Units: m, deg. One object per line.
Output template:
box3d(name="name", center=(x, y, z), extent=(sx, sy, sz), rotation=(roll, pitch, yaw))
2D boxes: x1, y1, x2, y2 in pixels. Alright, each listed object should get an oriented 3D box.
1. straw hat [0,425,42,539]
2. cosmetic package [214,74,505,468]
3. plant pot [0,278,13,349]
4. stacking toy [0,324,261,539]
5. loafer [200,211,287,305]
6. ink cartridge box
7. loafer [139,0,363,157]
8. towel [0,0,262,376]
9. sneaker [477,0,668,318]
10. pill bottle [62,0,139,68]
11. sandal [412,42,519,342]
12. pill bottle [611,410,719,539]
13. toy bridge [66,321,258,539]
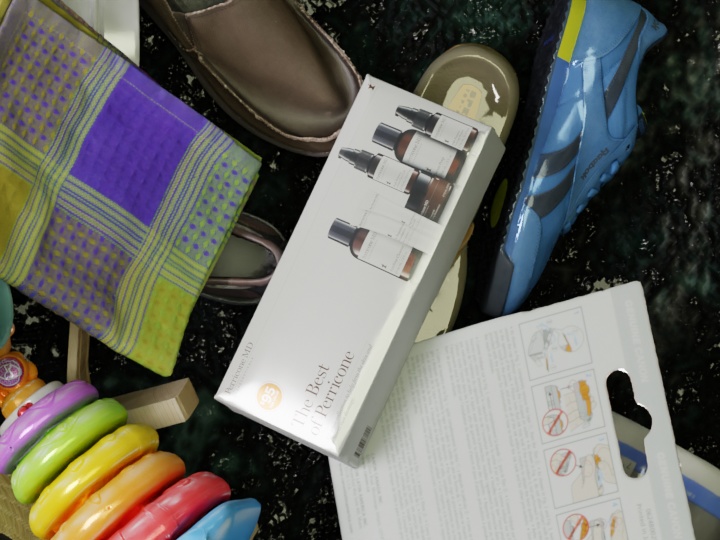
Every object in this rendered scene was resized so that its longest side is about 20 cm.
box3d(name="straw hat", center=(-0.219, 0.190, 1.407), extent=(0.085, 0.201, 0.202), rotation=(-28, 94, 31))
box3d(name="cosmetic package", center=(0.000, 0.000, 1.420), extent=(0.082, 0.051, 0.201), rotation=(23, 84, 18))
box3d(name="plant pot", center=(-0.303, 0.011, 1.296), extent=(0.161, 0.201, 0.201), rotation=(-38, 95, 15))
box3d(name="stacking toy", center=(-0.157, 0.101, 1.397), extent=(0.116, 0.110, 0.200), rotation=(-41, 82, 5))
box3d(name="loafer", center=(-0.134, -0.024, 1.445), extent=(0.198, 0.063, 0.073), rotation=(12, 88, -8))
box3d(name="ink cartridge box", center=(0.082, 0.110, 1.411), extent=(0.199, 0.047, 0.161), rotation=(-17, 68, 17))
box3d(name="loafer", center=(-0.074, -0.140, 1.452), extent=(0.200, 0.071, 0.073), rotation=(40, 84, -6))
box3d(name="towel", center=(-0.144, -0.048, 1.356), extent=(0.200, 0.023, 0.144), rotation=(39, 68, -34))
box3d(name="sneaker", center=(0.125, -0.063, 1.483), extent=(0.078, 0.066, 0.202), rotation=(19, 86, -11))
box3d(name="pill bottle", center=(-0.223, -0.124, 1.410), extent=(0.198, 0.112, 0.114), rotation=(0, 89, -8))
box3d(name="sandal", center=(0.039, -0.035, 1.473), extent=(0.080, 0.054, 0.201), rotation=(20, 92, -7))
box3d(name="pill bottle", center=(0.125, 0.187, 1.453), extent=(0.113, 0.114, 0.201), rotation=(29, 85, -7))
box3d(name="toy bridge", center=(-0.125, 0.080, 1.440), extent=(0.067, 0.027, 0.201), rotation=(-15, 110, 22))
